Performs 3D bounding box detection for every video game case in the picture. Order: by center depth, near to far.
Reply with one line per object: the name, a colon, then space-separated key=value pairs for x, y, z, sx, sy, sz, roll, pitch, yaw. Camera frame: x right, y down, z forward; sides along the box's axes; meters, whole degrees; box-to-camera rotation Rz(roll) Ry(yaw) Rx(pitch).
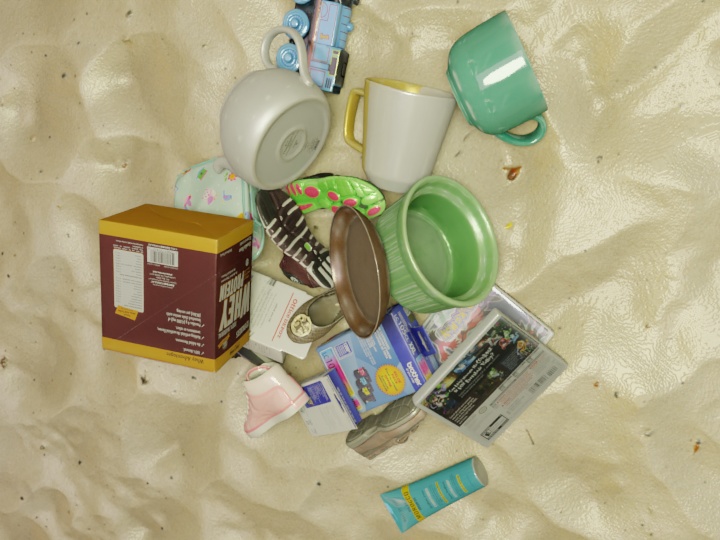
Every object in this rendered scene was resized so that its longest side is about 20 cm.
video game case: x=0.208 y=0.177 z=1.070 sx=0.180 sy=0.024 sz=0.201 roll=33 pitch=108 yaw=-27
video game case: x=0.192 y=0.123 z=1.118 sx=0.181 sy=0.023 sz=0.202 roll=38 pitch=107 yaw=8

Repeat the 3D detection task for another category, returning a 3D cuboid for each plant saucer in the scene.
plant saucer: x=0.000 y=0.000 z=1.021 sx=0.031 sy=0.199 sz=0.206 roll=-11 pitch=97 yaw=-20

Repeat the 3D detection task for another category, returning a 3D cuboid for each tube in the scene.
tube: x=0.129 y=0.389 z=1.171 sx=0.198 sy=0.050 sz=0.079 roll=-35 pitch=80 yaw=24

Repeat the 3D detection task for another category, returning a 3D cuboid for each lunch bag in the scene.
lunch bag: x=-0.239 y=-0.093 z=1.150 sx=0.156 sy=0.077 sz=0.205 roll=-15 pitch=64 yaw=16

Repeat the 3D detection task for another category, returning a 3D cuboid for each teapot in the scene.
teapot: x=-0.149 y=-0.241 z=1.047 sx=0.199 sy=0.199 sz=0.146 roll=-41 pitch=68 yaw=-15

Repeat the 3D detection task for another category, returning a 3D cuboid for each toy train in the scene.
toy train: x=-0.067 y=-0.389 z=1.089 sx=0.111 sy=0.087 sz=0.206 roll=13 pitch=101 yaw=5

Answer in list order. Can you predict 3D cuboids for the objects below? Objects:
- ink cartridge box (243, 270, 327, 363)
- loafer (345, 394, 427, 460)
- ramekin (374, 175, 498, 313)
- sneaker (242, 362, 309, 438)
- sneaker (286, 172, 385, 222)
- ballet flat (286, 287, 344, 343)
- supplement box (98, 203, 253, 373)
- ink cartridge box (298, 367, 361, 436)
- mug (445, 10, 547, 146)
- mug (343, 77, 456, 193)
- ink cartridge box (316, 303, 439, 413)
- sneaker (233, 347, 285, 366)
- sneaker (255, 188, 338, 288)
ink cartridge box: x=-0.166 y=0.079 z=1.162 sx=0.196 sy=0.067 sz=0.118 roll=22 pitch=64 yaw=4
loafer: x=0.055 y=0.272 z=1.148 sx=0.063 sy=0.072 sz=0.199 roll=44 pitch=132 yaw=-11
ramekin: x=0.111 y=-0.032 z=1.028 sx=0.097 sy=0.198 sz=0.204 roll=-26 pitch=91 yaw=49
sneaker: x=-0.173 y=0.224 z=1.189 sx=0.105 sy=0.075 sz=0.200 roll=49 pitch=139 yaw=-2
sneaker: x=-0.036 y=-0.131 z=1.096 sx=0.196 sy=0.083 sz=0.079 roll=13 pitch=125 yaw=37
ballet flat: x=-0.037 y=0.055 z=1.119 sx=0.197 sy=0.047 sz=0.068 roll=-28 pitch=75 yaw=-11
supplement box: x=-0.280 y=0.022 z=1.032 sx=0.192 sy=0.133 sz=0.206 roll=9 pitch=108 yaw=12
ink cartridge box: x=-0.057 y=0.226 z=1.142 sx=0.101 sy=0.039 sz=0.199 roll=62 pitch=151 yaw=1
mug: x=0.200 y=-0.266 z=0.986 sx=0.112 sy=0.152 sz=0.189 roll=-24 pitch=91 yaw=18
mug: x=0.061 y=-0.216 z=1.065 sx=0.145 sy=0.187 sz=0.157 roll=4 pitch=112 yaw=-17
ink cartridge box: x=0.042 y=0.143 z=1.121 sx=0.197 sy=0.076 sz=0.139 roll=-28 pitch=92 yaw=28
sneaker: x=-0.231 y=0.138 z=1.234 sx=0.198 sy=0.075 sz=0.108 roll=36 pitch=118 yaw=10
sneaker: x=-0.127 y=-0.042 z=1.137 sx=0.202 sy=0.076 sz=0.115 roll=53 pitch=147 yaw=-12
